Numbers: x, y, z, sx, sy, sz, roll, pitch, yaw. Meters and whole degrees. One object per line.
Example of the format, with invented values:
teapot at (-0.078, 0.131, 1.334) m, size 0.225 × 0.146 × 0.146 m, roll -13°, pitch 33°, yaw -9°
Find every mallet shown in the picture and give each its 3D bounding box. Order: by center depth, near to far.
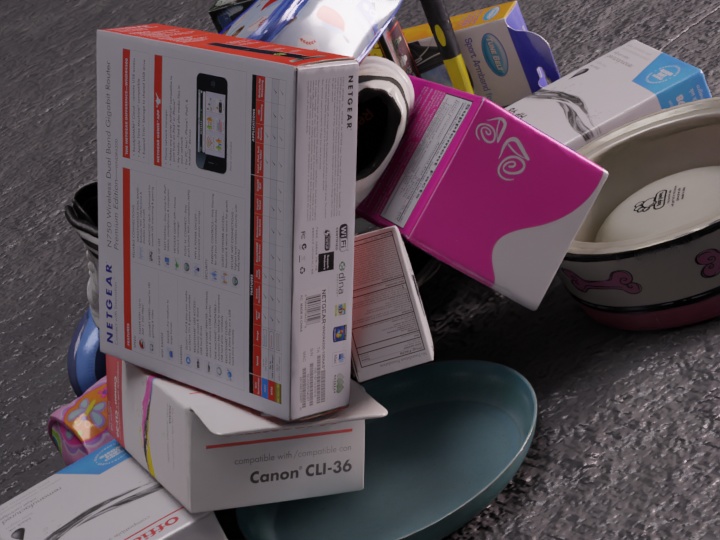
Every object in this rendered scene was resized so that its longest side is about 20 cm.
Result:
mallet at (0.065, -0.155, 1.593) m, size 0.065 × 0.201 × 0.041 m, roll -21°, pitch 11°, yaw 32°

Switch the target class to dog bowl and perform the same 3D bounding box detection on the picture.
dog bowl at (0.211, -0.035, 1.353) m, size 0.199 × 0.074 × 0.201 m, roll -21°, pitch 24°, yaw 10°

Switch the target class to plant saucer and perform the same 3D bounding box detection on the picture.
plant saucer at (0.019, 0.123, 1.264) m, size 0.199 × 0.028 × 0.201 m, roll -21°, pitch 23°, yaw 9°

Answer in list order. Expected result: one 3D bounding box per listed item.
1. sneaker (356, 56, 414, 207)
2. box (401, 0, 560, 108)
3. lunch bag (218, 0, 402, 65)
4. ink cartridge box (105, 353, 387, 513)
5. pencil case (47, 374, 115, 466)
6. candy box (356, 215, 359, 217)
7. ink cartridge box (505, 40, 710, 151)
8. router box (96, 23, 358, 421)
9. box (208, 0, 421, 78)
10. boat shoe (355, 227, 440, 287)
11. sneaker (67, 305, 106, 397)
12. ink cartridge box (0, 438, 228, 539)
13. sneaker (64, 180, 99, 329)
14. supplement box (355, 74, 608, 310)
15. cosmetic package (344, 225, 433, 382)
sneaker at (-0.038, -0.048, 1.297) m, size 0.201 × 0.073 × 0.080 m, roll -56°, pitch 8°, yaw 7°
box at (0.073, -0.139, 1.645) m, size 0.198 × 0.120 × 0.042 m, roll -11°, pitch 25°, yaw 27°
lunch bag at (-0.065, -0.124, 1.306) m, size 0.200 × 0.076 × 0.161 m, roll -34°, pitch 18°, yaw 46°
ink cartridge box at (-0.072, 0.092, 1.250) m, size 0.115 × 0.068 × 0.200 m, roll -6°, pitch 15°, yaw -23°
pencil case at (-0.114, 0.084, 1.407) m, size 0.199 × 0.088 × 0.087 m, roll -33°, pitch 25°, yaw -22°
candy box at (0.015, -0.079, 1.527) m, size 0.101 × 0.027 × 0.200 m, roll -1°, pitch -16°, yaw -15°
ink cartridge box at (0.151, -0.085, 1.502) m, size 0.199 × 0.067 × 0.116 m, roll -29°, pitch 24°, yaw -9°
router box at (-0.080, -0.033, 1.188) m, size 0.049 × 0.202 × 0.179 m, roll -12°, pitch 20°, yaw -42°
box at (-0.020, -0.140, 1.633) m, size 0.136 × 0.201 × 0.040 m, roll -12°, pitch 26°, yaw 27°
boat shoe at (0.000, 0.000, 1.423) m, size 0.057 × 0.067 × 0.200 m, roll -36°, pitch -5°, yaw 28°
sneaker at (-0.135, 0.033, 1.544) m, size 0.082 × 0.074 × 0.200 m, roll 8°, pitch 40°, yaw 48°
ink cartridge box at (-0.143, 0.179, 1.248) m, size 0.115 × 0.067 × 0.200 m, roll -30°, pitch 24°, yaw -15°
sneaker at (-0.161, -0.016, 1.428) m, size 0.075 × 0.116 × 0.200 m, roll -31°, pitch 16°, yaw -16°
supplement box at (0.064, -0.056, 1.341) m, size 0.104 × 0.101 × 0.200 m, roll -60°, pitch 19°, yaw 2°
cosmetic package at (0.012, 0.023, 1.264) m, size 0.050 × 0.083 × 0.200 m, roll -14°, pitch -2°, yaw 0°
